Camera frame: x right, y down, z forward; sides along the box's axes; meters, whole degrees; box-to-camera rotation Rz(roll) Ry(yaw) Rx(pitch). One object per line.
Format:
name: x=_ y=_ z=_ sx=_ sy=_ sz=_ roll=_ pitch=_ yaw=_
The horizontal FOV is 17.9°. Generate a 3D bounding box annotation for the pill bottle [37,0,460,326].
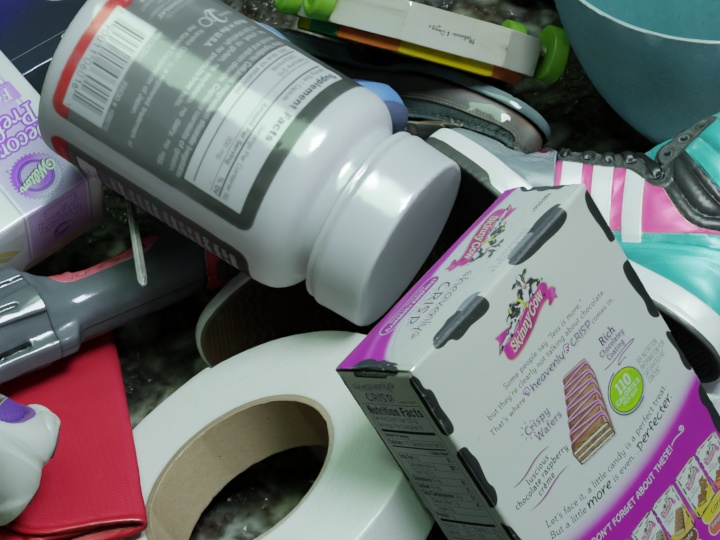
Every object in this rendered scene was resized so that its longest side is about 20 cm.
pill bottle: x=-0.056 y=-0.063 z=1.175 sx=0.199 sy=0.114 sz=0.114 roll=32 pitch=58 yaw=15

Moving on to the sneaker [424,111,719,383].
sneaker: x=0.137 y=-0.042 z=1.178 sx=0.200 sy=0.084 sz=0.121 roll=35 pitch=67 yaw=22

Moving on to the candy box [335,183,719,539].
candy box: x=0.094 y=0.079 z=1.070 sx=0.136 sy=0.201 sz=0.061 roll=-44 pitch=24 yaw=-29

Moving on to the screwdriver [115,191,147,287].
screwdriver: x=-0.127 y=-0.037 z=1.221 sx=0.029 sy=0.028 sz=0.200 roll=12 pitch=24 yaw=-10

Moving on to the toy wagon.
toy wagon: x=0.027 y=-0.145 z=1.347 sx=0.154 sy=0.040 sz=0.200 roll=14 pitch=4 yaw=-18

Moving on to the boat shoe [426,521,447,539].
boat shoe: x=0.062 y=0.094 z=1.129 sx=0.063 sy=0.073 sz=0.201 roll=-24 pitch=37 yaw=41

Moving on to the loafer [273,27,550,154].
loafer: x=0.016 y=-0.085 z=1.332 sx=0.199 sy=0.072 sz=0.063 roll=19 pitch=72 yaw=32

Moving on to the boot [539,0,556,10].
boot: x=0.136 y=-0.250 z=1.448 sx=0.168 sy=0.077 sz=0.200 roll=-35 pitch=58 yaw=-27

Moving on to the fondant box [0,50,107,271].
fondant box: x=-0.255 y=-0.072 z=1.263 sx=0.144 sy=0.058 sz=0.200 roll=-35 pitch=69 yaw=-21

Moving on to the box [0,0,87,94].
box: x=-0.244 y=-0.118 z=1.385 sx=0.199 sy=0.079 sz=0.141 roll=-33 pitch=54 yaw=-21

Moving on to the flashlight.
flashlight: x=-0.127 y=-0.002 z=1.245 sx=0.199 sy=0.068 sz=0.068 roll=-23 pitch=89 yaw=-25

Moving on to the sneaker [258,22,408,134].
sneaker: x=-0.062 y=-0.107 z=1.305 sx=0.199 sy=0.074 sz=0.083 roll=5 pitch=84 yaw=32

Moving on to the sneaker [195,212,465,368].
sneaker: x=0.000 y=0.000 z=1.261 sx=0.199 sy=0.073 sz=0.085 roll=-27 pitch=14 yaw=-5

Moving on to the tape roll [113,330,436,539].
tape roll: x=-0.051 y=0.112 z=1.118 sx=0.202 sy=0.037 sz=0.203 roll=-23 pitch=34 yaw=17

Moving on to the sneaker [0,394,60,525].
sneaker: x=-0.222 y=0.074 z=1.151 sx=0.200 sy=0.083 sz=0.081 roll=-8 pitch=50 yaw=56

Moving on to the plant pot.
plant pot: x=0.205 y=-0.139 z=1.293 sx=0.199 sy=0.135 sz=0.201 roll=-4 pitch=44 yaw=3

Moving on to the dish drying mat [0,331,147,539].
dish drying mat: x=-0.157 y=0.082 z=1.187 sx=0.076 sy=0.018 sz=0.200 roll=-13 pitch=30 yaw=-4

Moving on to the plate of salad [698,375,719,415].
plate of salad: x=0.185 y=0.017 z=1.211 sx=0.199 sy=0.048 sz=0.201 roll=-10 pitch=46 yaw=10
